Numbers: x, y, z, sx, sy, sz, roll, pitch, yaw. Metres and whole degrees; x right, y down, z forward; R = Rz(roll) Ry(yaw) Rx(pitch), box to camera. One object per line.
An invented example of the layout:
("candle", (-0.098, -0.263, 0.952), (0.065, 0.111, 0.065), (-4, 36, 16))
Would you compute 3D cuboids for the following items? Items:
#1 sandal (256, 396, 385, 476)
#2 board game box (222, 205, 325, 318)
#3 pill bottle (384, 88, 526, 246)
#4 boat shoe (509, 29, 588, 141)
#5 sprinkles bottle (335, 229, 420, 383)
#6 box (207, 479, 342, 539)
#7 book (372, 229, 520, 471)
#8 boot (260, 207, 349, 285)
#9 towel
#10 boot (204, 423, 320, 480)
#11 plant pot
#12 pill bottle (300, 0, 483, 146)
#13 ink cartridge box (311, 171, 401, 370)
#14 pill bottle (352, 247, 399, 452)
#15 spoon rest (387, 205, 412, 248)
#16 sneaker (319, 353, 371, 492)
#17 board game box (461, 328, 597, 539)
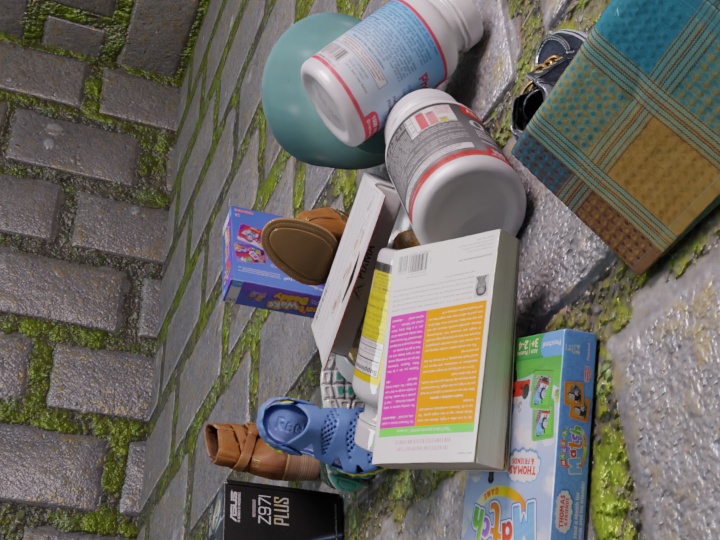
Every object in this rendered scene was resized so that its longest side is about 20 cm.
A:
("sandal", (-0.044, 0.190, 1.138), (0.087, 0.196, 0.081), (42, -127, -60))
("board game box", (-0.087, -0.006, 1.321), (0.045, 0.196, 0.136), (120, 154, -42))
("pill bottle", (0.088, -0.104, 1.002), (0.201, 0.114, 0.117), (-109, 35, -55))
("boat shoe", (0.168, -0.157, 0.839), (0.202, 0.089, 0.072), (-102, 31, -50))
("sprinkles bottle", (0.034, 0.048, 1.144), (0.069, 0.067, 0.202), (-101, 29, -47))
("box", (-0.108, 0.380, 1.221), (0.086, 0.161, 0.203), (124, 151, -48))
("book", (0.073, 0.073, 0.870), (0.132, 0.048, 0.204), (-10, 66, 44))
("boot", (-0.055, -0.048, 1.251), (0.078, 0.197, 0.156), (-67, 30, 21))
("towel", (0.204, -0.104, 0.682), (0.147, 0.022, 0.201), (46, 139, 12))
("boot", (-0.154, 0.250, 1.413), (0.200, 0.152, 0.078), (-137, 61, -68))
("plant pot", (-0.006, -0.220, 1.239), (0.160, 0.197, 0.205), (29, 106, 59))
("pill bottle", (0.038, -0.239, 1.100), (0.199, 0.110, 0.109), (-37, 17, -10))
("ink cartridge box", (0.000, 0.000, 1.099), (0.174, 0.043, 0.203), (-121, 50, -74))
("pill bottle", (0.052, 0.086, 1.007), (0.111, 0.109, 0.204), (-160, 81, -71))
("spoon rest", (0.062, -0.108, 1.164), (0.099, 0.060, 0.204), (-151, 74, -70))
("sneaker", (-0.027, 0.183, 1.242), (0.091, 0.076, 0.204), (132, 146, -63))
("board game box", (0.139, 0.160, 0.828), (0.151, 0.036, 0.204), (155, 123, -66))
